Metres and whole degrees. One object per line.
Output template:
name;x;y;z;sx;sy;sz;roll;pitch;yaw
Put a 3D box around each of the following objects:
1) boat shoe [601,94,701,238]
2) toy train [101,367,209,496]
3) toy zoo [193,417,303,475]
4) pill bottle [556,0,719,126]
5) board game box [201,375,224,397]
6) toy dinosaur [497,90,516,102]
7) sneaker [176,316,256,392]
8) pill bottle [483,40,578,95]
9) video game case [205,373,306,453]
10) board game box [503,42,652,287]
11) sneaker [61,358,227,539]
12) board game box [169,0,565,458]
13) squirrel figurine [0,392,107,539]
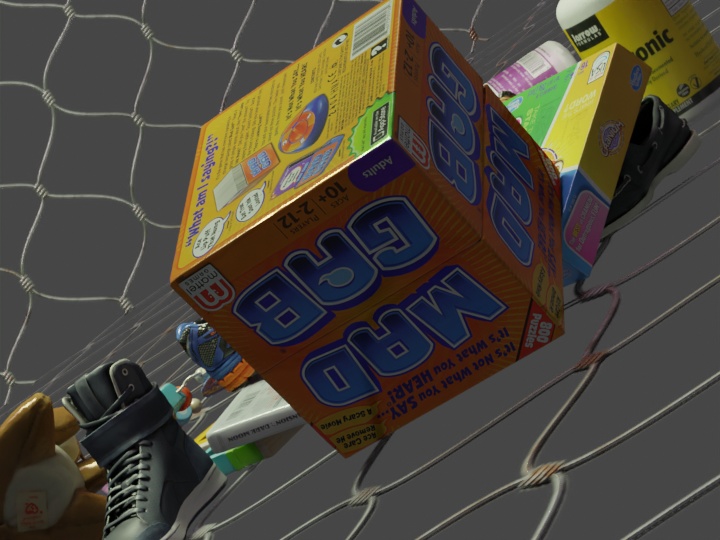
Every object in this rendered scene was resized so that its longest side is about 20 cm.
boat shoe;0.208;-0.083;1.655;0.074;0.066;0.199;-22;14;50
toy train;-0.196;0.135;1.925;0.150;0.055;0.200;-51;-5;-33
toy zoo;-0.108;0.146;1.774;0.199;0.021;0.131;-27;11;43
pill bottle;0.246;-0.222;1.852;0.111;0.201;0.111;-34;7;4
board game box;-0.056;0.074;1.892;0.199;0.039;0.158;-25;-15;-44
toy dinosaur;0.129;-0.111;1.888;0.198;0.137;0.102;7;-29;-22
sneaker;-0.088;0.000;1.726;0.201;0.078;0.075;-62;12;-5
pill bottle;0.149;-0.140;2.122;0.199;0.113;0.112;-35;7;-2
video game case;-0.018;0.080;1.683;0.181;0.024;0.200;-21;11;20
board game box;0.145;-0.068;1.616;0.153;0.040;0.201;-26;38;52
sneaker;-0.191;0.157;1.603;0.077;0.147;0.202;-29;10;22
board game box;0.010;-0.033;1.474;0.199;0.200;0.201;-31;29;24
squirrel figurine;-0.322;0.205;1.860;0.200;0.142;0.187;-43;16;-6
